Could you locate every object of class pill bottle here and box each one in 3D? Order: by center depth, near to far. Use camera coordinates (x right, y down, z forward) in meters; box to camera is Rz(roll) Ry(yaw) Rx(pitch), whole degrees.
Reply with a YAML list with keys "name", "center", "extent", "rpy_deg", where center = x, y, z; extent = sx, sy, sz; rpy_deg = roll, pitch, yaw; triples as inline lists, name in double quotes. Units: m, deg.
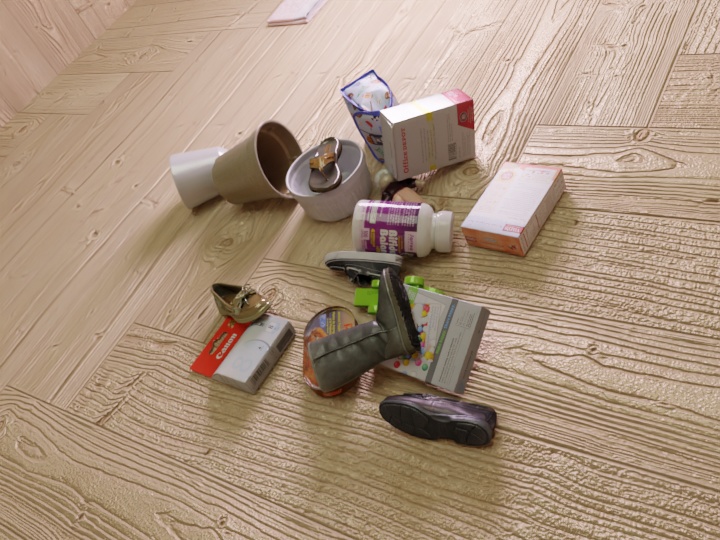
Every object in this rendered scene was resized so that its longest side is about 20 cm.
- name: "pill bottle"
  center: [0.089, -0.085, 1.483]
  extent: [0.198, 0.113, 0.113]
  rpy_deg: [4, 50, 13]

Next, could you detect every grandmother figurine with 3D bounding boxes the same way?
- name: "grandmother figurine"
  center: [0.094, -0.170, 1.620]
  extent: [0.121, 0.061, 0.200]
  rpy_deg: [-29, 44, -13]

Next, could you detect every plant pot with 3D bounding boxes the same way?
- name: "plant pot"
  center: [-0.266, -0.255, 1.817]
  extent: [0.183, 0.201, 0.201]
  rpy_deg: [-14, 43, 32]

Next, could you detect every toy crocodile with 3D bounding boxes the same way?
- name: "toy crocodile"
  center: [0.073, 0.054, 1.412]
  extent: [0.199, 0.062, 0.068]
  rpy_deg: [-6, 72, 31]

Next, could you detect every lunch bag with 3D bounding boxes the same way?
- name: "lunch bag"
  center: [0.050, -0.361, 1.743]
  extent: [0.123, 0.170, 0.200]
  rpy_deg: [-34, 43, -1]

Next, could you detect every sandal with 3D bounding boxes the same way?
- name: "sandal"
  center: [-0.081, -0.248, 1.634]
  extent: [0.081, 0.055, 0.201]
  rpy_deg: [-11, 45, 20]

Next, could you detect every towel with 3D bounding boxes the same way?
- name: "towel"
  center: [-0.213, -0.941, 2.556]
  extent: [0.190, 0.032, 0.201]
  rpy_deg: [10, 54, 36]

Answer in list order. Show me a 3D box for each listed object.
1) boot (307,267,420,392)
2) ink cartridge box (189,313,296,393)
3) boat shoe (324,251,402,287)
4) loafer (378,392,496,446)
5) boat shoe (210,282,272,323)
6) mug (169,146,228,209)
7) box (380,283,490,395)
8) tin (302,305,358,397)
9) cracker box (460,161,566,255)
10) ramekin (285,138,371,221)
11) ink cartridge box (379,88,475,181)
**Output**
- name: "boot"
  center: [-0.004, 0.107, 1.307]
  extent: [0.199, 0.072, 0.183]
  rpy_deg: [-24, 61, 24]
- name: "ink cartridge box"
  center: [-0.254, 0.156, 1.498]
  extent: [0.199, 0.047, 0.160]
  rpy_deg: [12, 56, 35]
- name: "boat shoe"
  center: [0.000, 0.000, 1.501]
  extent: [0.199, 0.072, 0.068]
  rpy_deg: [3, 80, 37]
- name: "loafer"
  center: [0.130, 0.241, 1.202]
  extent: [0.199, 0.072, 0.063]
  rpy_deg: [8, 34, 27]
- name: "boat shoe"
  center: [-0.264, 0.065, 1.548]
  extent: [0.199, 0.063, 0.073]
  rpy_deg: [2, 40, 50]
- name: "mug"
  center: [-0.417, -0.272, 1.939]
  extent: [0.152, 0.150, 0.187]
  rpy_deg: [-19, 49, 0]
- name: "box"
  center: [0.118, 0.117, 1.295]
  extent: [0.199, 0.041, 0.157]
  rpy_deg: [16, 84, 39]
- name: "tin"
  center: [-0.054, 0.156, 1.398]
  extent: [0.111, 0.042, 0.201]
  rpy_deg: [-19, 43, 17]
- name: "cracker box"
  center: [0.311, -0.129, 1.459]
  extent: [0.133, 0.058, 0.200]
  rpy_deg: [15, 57, 39]
- name: "ramekin"
  center: [-0.068, -0.207, 1.708]
  extent: [0.199, 0.105, 0.201]
  rpy_deg: [-16, 43, 15]
- name: "ink cartridge box"
  center: [0.151, -0.306, 1.618]
  extent: [0.199, 0.146, 0.084]
  rpy_deg: [-19, 39, -13]
